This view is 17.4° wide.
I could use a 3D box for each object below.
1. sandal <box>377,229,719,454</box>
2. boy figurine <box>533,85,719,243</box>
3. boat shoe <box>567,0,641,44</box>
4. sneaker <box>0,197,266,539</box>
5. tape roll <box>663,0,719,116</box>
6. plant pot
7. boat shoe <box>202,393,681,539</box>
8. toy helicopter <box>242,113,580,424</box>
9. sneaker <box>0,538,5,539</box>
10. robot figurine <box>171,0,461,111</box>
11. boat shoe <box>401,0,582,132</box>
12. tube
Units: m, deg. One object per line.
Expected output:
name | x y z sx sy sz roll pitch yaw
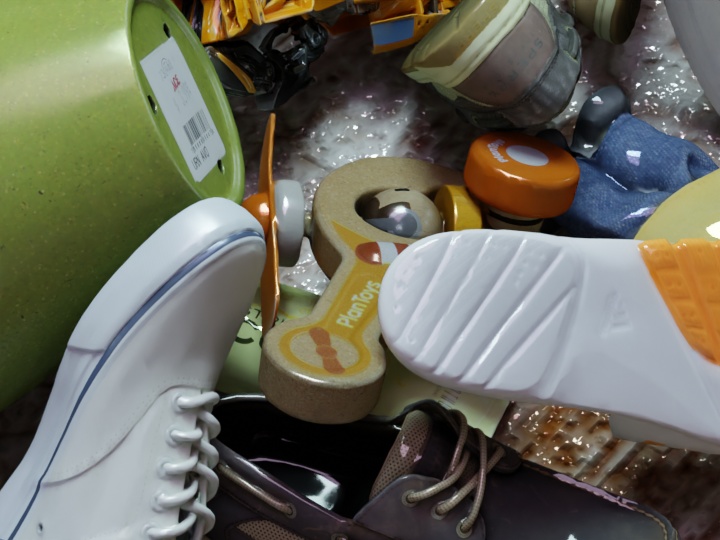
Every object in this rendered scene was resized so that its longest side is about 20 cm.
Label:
sandal | 0.098 0.024 0.887 0.205 0.059 0.080 11 78 -16
boy figurine | 0.159 -0.006 0.973 0.124 0.065 0.200 -37 54 -27
boat shoe | 0.106 -0.161 1.096 0.066 0.075 0.200 16 24 3
sneaker | -0.079 0.071 0.863 0.071 0.201 0.073 37 18 26
tape roll | 0.242 -0.131 0.991 0.139 0.204 0.202 -35 52 -25
plant pot | -0.151 -0.028 0.898 0.199 0.187 0.188 -21 43 15
boat shoe | 0.022 0.092 0.884 0.198 0.074 0.075 7 47 12
toy helicopter | 0.000 0.000 0.916 0.131 0.079 0.200 20 29 9
sneaker | -0.139 0.171 0.762 0.080 0.115 0.201 -21 65 11
robot figurine | -0.020 -0.155 1.060 0.058 0.146 0.199 -9 8 41
boat shoe | 0.062 -0.090 1.023 0.072 0.201 0.066 -43 92 6
tube | -0.033 0.030 0.971 0.198 0.052 0.058 18 80 14
